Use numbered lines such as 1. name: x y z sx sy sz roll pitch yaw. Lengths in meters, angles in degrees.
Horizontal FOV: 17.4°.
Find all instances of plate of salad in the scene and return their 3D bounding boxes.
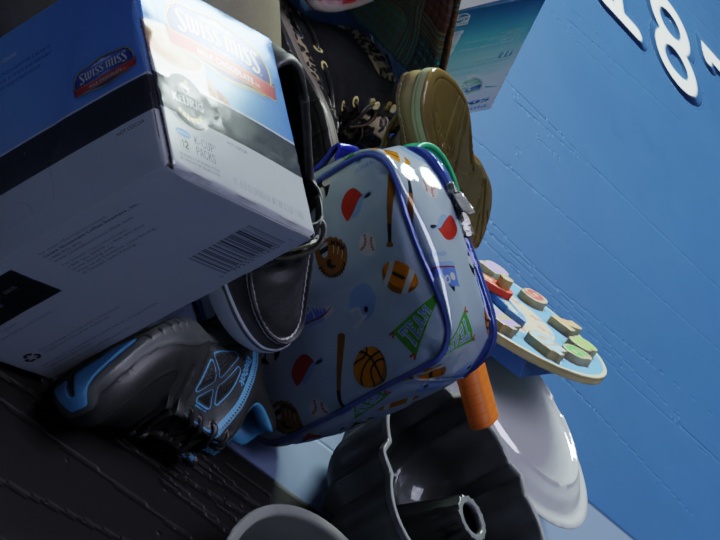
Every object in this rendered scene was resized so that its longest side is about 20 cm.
1. plate of salad: 0.103 0.109 1.760 0.200 0.048 0.201 46 23 -26

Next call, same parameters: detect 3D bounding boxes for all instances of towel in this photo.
1. towel: 0.014 -0.243 1.753 0.022 0.148 0.200 -14 44 -29

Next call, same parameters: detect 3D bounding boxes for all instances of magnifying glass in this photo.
1. magnifying glass: 0.057 0.011 1.573 0.080 0.022 0.201 -43 120 -56

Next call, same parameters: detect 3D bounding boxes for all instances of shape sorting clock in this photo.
1. shape sorting clock: 0.101 0.022 1.764 0.199 0.039 0.200 29 16 -9

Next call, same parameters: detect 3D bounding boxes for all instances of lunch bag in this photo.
1. lunch bag: -0.010 0.012 1.479 0.075 0.199 0.161 -4 70 -53

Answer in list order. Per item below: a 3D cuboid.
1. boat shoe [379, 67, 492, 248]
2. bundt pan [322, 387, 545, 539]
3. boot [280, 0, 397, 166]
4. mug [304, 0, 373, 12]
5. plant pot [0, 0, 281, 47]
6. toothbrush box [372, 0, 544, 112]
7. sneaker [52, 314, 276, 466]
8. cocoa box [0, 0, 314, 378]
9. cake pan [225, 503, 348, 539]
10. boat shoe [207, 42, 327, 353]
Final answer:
1. boat shoe: 0.046 -0.079 1.715 0.200 0.066 0.074 69 34 -56
2. bundt pan: 0.045 0.177 1.570 0.202 0.075 0.203 41 35 -37
3. boot: -0.026 -0.111 1.708 0.150 0.073 0.201 12 51 -58
4. mug: -0.054 -0.283 1.688 0.201 0.177 0.133 59 14 19
5. plant pot: -0.120 -0.105 1.435 0.187 0.186 0.202 -32 109 -64
6. toothbrush box: 0.065 -0.223 1.835 0.200 0.085 0.147 115 -39 -65
7. sneaker: -0.106 0.073 1.392 0.200 0.073 0.082 -13 79 -62
8. cocoa box: -0.149 -0.051 1.281 0.133 0.199 0.132 25 45 -51
9. cake pan: -0.035 0.240 1.403 0.200 0.037 0.201 38 39 -39
10. boat shoe: -0.049 -0.040 1.372 0.070 0.066 0.202 -20 117 -38
